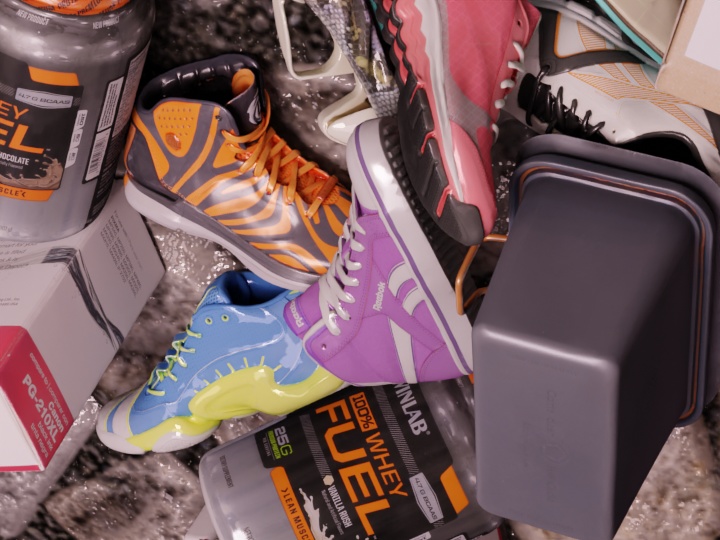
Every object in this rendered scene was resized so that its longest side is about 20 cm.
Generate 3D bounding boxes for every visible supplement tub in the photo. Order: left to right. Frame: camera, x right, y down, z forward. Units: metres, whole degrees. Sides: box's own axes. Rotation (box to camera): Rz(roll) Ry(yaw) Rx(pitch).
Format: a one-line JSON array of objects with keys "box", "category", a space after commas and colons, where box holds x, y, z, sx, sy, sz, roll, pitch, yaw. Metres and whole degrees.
[{"box": [-0.194, -0.123, 1.399, 0.122, 0.123, 0.200, 25, 132, 6], "category": "supplement tub"}, {"box": [0.009, 0.131, 1.461, 0.200, 0.123, 0.123, -25, 117, 1], "category": "supplement tub"}]

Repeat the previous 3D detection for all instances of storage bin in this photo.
[{"box": [0.113, 0.045, 1.279, 0.145, 0.134, 0.200, 15, 138, 18], "category": "storage bin"}]

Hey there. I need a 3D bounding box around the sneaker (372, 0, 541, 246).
[{"box": [0.062, -0.115, 1.262, 0.087, 0.200, 0.074, -9, 170, -9], "category": "sneaker"}]

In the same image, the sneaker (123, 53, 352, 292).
[{"box": [-0.055, -0.061, 1.413, 0.200, 0.078, 0.112, 19, 132, 11], "category": "sneaker"}]

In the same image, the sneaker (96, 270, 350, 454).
[{"box": [-0.098, 0.053, 1.532, 0.200, 0.076, 0.105, -16, 108, 20], "category": "sneaker"}]

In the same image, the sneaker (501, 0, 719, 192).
[{"box": [0.131, -0.094, 1.294, 0.200, 0.080, 0.074, 21, 134, 19], "category": "sneaker"}]

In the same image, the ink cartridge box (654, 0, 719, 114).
[{"box": [0.222, -0.191, 1.121, 0.075, 0.165, 0.200, 23, 133, 8], "category": "ink cartridge box"}]

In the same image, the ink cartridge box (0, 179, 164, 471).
[{"box": [-0.235, 0.035, 1.492, 0.145, 0.200, 0.084, -4, 126, 27], "category": "ink cartridge box"}]

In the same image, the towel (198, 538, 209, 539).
[{"box": [-0.042, 0.267, 1.568, 0.200, 0.022, 0.145, 26, 131, 2], "category": "towel"}]

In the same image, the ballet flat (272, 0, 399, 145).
[{"box": [-0.003, -0.115, 1.348, 0.072, 0.072, 0.200, -12, 118, 32], "category": "ballet flat"}]

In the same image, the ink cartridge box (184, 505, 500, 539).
[{"box": [-0.004, 0.220, 1.595, 0.200, 0.084, 0.145, 2, 126, 23], "category": "ink cartridge box"}]

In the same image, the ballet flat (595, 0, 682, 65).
[{"box": [0.123, -0.188, 1.244, 0.200, 0.069, 0.069, 40, 132, -7], "category": "ballet flat"}]

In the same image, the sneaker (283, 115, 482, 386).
[{"box": [0.000, 0.001, 1.350, 0.114, 0.073, 0.201, -11, 132, 12], "category": "sneaker"}]
